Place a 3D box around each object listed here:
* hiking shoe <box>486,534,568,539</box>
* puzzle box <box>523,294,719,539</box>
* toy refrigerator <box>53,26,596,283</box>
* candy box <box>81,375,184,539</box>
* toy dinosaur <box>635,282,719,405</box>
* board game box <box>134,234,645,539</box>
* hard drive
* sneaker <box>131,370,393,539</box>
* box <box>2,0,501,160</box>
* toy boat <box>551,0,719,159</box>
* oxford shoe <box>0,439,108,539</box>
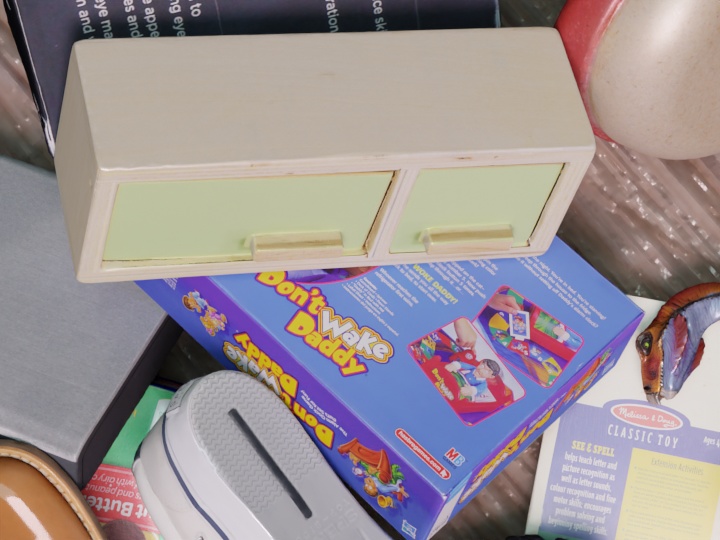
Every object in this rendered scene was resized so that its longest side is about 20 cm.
[{"bbox_3d":[0.039,0.190,0.940,0.199,0.076,0.101,-33,101,22],"label":"hiking shoe"},{"bbox_3d":[0.175,0.088,0.950,0.199,0.025,0.134,11,89,7],"label":"puzzle box"},{"bbox_3d":[-0.015,-0.044,0.867,0.199,0.076,0.070,-4,56,-18],"label":"toy refrigerator"},{"bbox_3d":[-0.131,0.140,0.958,0.168,0.077,0.201,15,90,8],"label":"candy box"},{"bbox_3d":[0.202,0.077,0.911,0.105,0.200,0.182,-50,48,15],"label":"toy dinosaur"},{"bbox_3d":[0.000,0.000,0.915,0.200,0.045,0.134,42,56,15],"label":"board game box"},{"bbox_3d":[-0.178,0.005,0.932,0.199,0.033,0.140,19,48,11],"label":"hard drive"},{"bbox_3d":[-0.019,0.134,0.881,0.073,0.071,0.201,-27,82,-39],"label":"sneaker"},{"bbox_3d":[-0.059,-0.175,0.873,0.199,0.197,0.118,-16,46,-8],"label":"box"},{"bbox_3d":[0.138,-0.151,0.931,0.130,0.130,0.201,29,91,37],"label":"toy boat"},{"bbox_3d":[-0.128,0.167,0.863,0.071,0.071,0.201,-7,100,15],"label":"oxford shoe"}]
